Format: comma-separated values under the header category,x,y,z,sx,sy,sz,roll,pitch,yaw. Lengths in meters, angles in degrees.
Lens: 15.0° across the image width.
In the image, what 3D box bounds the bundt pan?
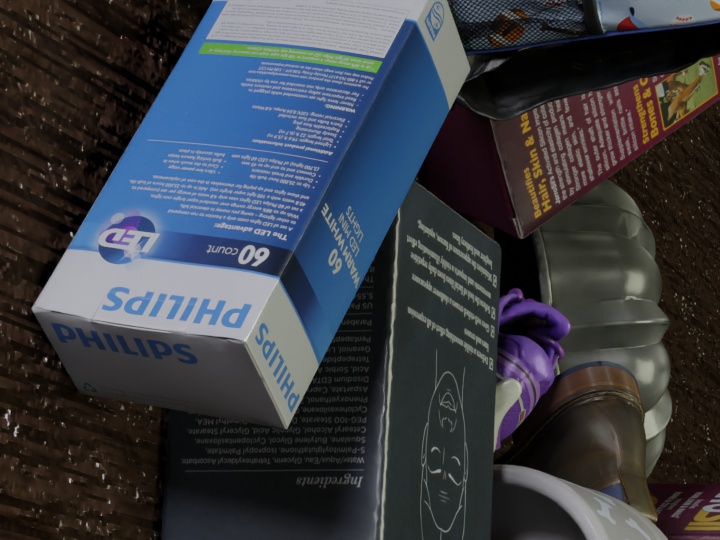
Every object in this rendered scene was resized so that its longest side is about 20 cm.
category,x,y,z,sx,sy,sz,roll,pitch,yaw
bundt pan,0.126,0.036,1.528,0.202,0.076,0.202,174,-90,-86

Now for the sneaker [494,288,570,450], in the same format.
category,x,y,z,sx,sy,sz,roll,pitch,yaw
sneaker,0.072,0.045,1.414,0.081,0.083,0.200,50,7,-12

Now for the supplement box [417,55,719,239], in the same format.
category,x,y,z,sx,sy,sz,roll,pitch,yaw
supplement box,0.118,-0.121,1.439,0.200,0.086,0.111,-34,126,-25

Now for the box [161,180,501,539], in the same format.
category,x,y,z,sx,sy,sz,roll,pitch,yaw
box,-0.010,0.069,1.243,0.148,0.107,0.201,34,56,-65

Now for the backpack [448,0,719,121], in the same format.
category,x,y,z,sx,sy,sz,roll,pitch,yaw
backpack,0.116,-0.184,1.297,0.200,0.190,0.154,-82,171,-53

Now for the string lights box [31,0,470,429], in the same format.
category,x,y,z,sx,sy,sz,roll,pitch,yaw
string lights box,-0.042,-0.036,1.131,0.200,0.103,0.059,-63,147,-32

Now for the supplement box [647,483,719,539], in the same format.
category,x,y,z,sx,sy,sz,roll,pitch,yaw
supplement box,0.163,0.183,1.547,0.131,0.199,0.104,-23,109,-68

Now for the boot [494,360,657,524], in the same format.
category,x,y,z,sx,sy,sz,roll,pitch,yaw
boot,0.091,0.148,1.417,0.097,0.075,0.200,-103,-147,-47

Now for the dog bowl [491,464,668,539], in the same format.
category,x,y,z,sx,sy,sz,roll,pitch,yaw
dog bowl,0.060,0.183,1.305,0.059,0.200,0.201,39,51,-45
